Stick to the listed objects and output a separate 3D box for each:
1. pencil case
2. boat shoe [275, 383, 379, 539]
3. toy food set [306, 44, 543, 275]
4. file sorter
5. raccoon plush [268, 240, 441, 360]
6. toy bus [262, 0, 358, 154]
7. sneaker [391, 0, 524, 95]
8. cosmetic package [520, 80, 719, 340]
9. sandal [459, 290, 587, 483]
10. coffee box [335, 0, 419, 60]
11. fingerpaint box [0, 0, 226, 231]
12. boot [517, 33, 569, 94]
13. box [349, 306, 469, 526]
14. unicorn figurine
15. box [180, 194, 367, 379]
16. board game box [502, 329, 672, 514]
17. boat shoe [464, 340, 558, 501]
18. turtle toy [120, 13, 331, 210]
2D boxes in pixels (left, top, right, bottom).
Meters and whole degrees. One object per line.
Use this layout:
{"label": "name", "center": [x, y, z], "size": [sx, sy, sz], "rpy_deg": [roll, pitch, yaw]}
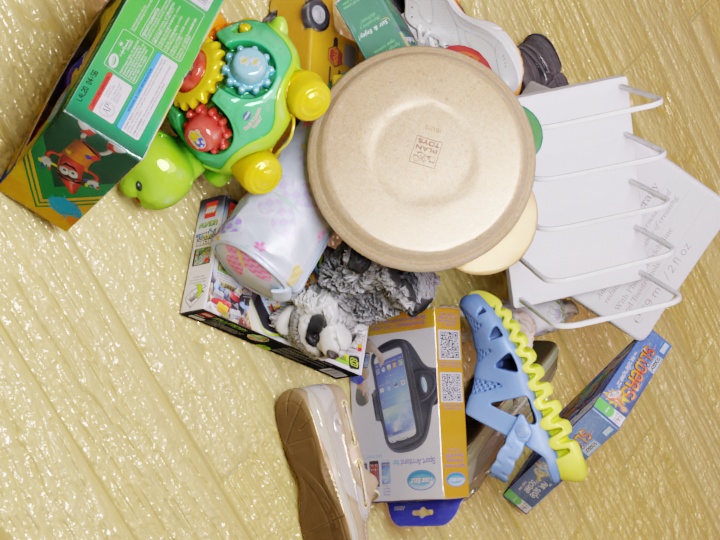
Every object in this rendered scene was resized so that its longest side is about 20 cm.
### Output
{"label": "pencil case", "center": [-0.044, -0.068, 1.405], "size": [0.091, 0.083, 0.200], "rpy_deg": [37, 69, -2]}
{"label": "boat shoe", "center": [-0.016, 0.198, 1.471], "size": [0.069, 0.074, 0.200], "rpy_deg": [-15, 93, -40]}
{"label": "toy food set", "center": [0.055, -0.096, 1.355], "size": [0.199, 0.049, 0.198], "rpy_deg": [2, 82, -2]}
{"label": "file sorter", "center": [0.209, -0.060, 1.474], "size": [0.138, 0.125, 0.200], "rpy_deg": [-12, 107, -10]}
{"label": "raccoon plush", "center": [0.000, 0.000, 1.461], "size": [0.097, 0.134, 0.200], "rpy_deg": [48, 35, -17]}
{"label": "toy bus", "center": [-0.047, -0.161, 1.510], "size": [0.078, 0.065, 0.201], "rpy_deg": [15, 72, -43]}
{"label": "sneaker", "center": [0.079, -0.230, 1.613], "size": [0.092, 0.076, 0.200], "rpy_deg": [-19, 57, -34]}
{"label": "cosmetic package", "center": [0.226, -0.063, 1.632], "size": [0.200, 0.166, 0.168], "rpy_deg": [32, 95, -19]}
{"label": "sandal", "center": [0.133, 0.114, 1.483], "size": [0.079, 0.087, 0.200], "rpy_deg": [49, 17, -77]}
{"label": "coffee box", "center": [0.054, -0.157, 1.458], "size": [0.200, 0.044, 0.123], "rpy_deg": [62, 10, 12]}
{"label": "fingerpaint box", "center": [-0.193, -0.152, 1.277], "size": [0.073, 0.167, 0.200], "rpy_deg": [33, 60, -17]}
{"label": "boot", "center": [0.198, -0.157, 1.767], "size": [0.132, 0.070, 0.200], "rpy_deg": [-24, 105, -51]}
{"label": "box", "center": [0.044, 0.139, 1.511], "size": [0.041, 0.119, 0.201], "rpy_deg": [7, 77, -43]}
{"label": "unicorn figurine", "center": [0.149, 0.058, 1.621], "size": [0.200, 0.137, 0.074], "rpy_deg": [-33, 111, -42]}
{"label": "box", "center": [-0.071, 0.018, 1.474], "size": [0.200, 0.035, 0.110], "rpy_deg": [25, 65, -41]}
{"label": "board game box", "center": [0.231, 0.156, 1.654], "size": [0.034, 0.200, 0.135], "rpy_deg": [39, 51, 3]}
{"label": "boat shoe", "center": [0.144, 0.148, 1.651], "size": [0.201, 0.073, 0.063], "rpy_deg": [-48, 123, -37]}
{"label": "turtle toy", "center": [-0.125, -0.133, 1.360], "size": [0.101, 0.146, 0.200], "rpy_deg": [24, 105, -42]}
